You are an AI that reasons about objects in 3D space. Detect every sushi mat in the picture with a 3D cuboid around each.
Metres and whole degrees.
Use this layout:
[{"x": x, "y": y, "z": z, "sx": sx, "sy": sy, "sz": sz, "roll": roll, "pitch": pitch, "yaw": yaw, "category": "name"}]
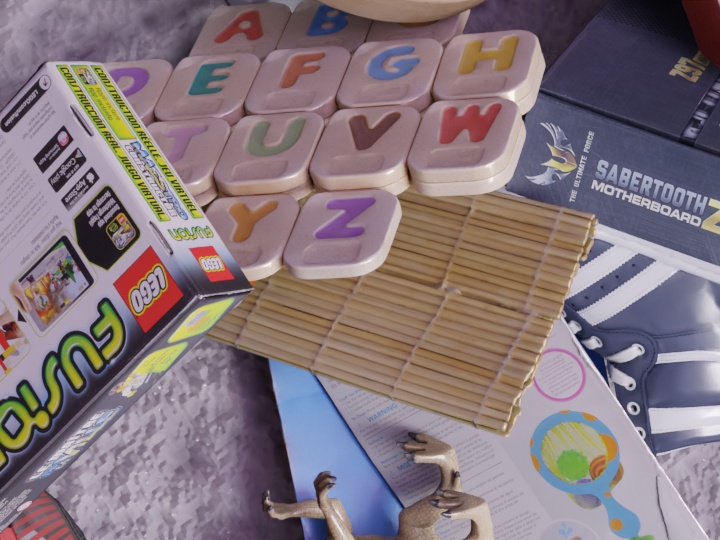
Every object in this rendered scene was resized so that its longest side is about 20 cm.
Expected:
[{"x": 0.000, "y": 0.000, "z": 1.013, "sx": 0.012, "sy": 0.199, "sz": 0.096, "roll": 44, "pitch": 68, "yaw": -51, "category": "sushi mat"}]

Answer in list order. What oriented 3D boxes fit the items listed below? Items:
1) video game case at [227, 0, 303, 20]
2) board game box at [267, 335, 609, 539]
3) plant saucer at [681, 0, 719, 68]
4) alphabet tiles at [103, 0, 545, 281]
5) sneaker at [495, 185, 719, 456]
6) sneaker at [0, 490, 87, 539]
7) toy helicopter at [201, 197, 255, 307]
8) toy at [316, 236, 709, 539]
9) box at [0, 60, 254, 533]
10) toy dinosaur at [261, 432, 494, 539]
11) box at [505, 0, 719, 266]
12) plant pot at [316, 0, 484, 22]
[{"x": -0.010, "y": -0.222, "z": 1.111, "sx": 0.200, "sy": 0.023, "sz": 0.182, "roll": -35, "pitch": 99, "yaw": -22, "category": "video game case"}, {"x": 0.030, "y": 0.047, "z": 1.093, "sx": 0.157, "sy": 0.039, "sz": 0.201, "roll": -11, "pitch": 86, "yaw": -22, "category": "board game box"}, {"x": 0.184, "y": -0.179, "z": 1.094, "sx": 0.200, "sy": 0.037, "sz": 0.200, "roll": -12, "pitch": 81, "yaw": -46, "category": "plant saucer"}, {"x": -0.029, "y": -0.059, "z": 0.984, "sx": 0.196, "sy": 0.199, "sz": 0.015, "roll": -69, "pitch": 150, "yaw": -50, "category": "alphabet tiles"}, {"x": 0.098, "y": 0.010, "z": 1.063, "sx": 0.199, "sy": 0.070, "sz": 0.109, "roll": 18, "pitch": 114, "yaw": 7, "category": "sneaker"}, {"x": -0.091, "y": 0.156, "z": 0.987, "sx": 0.098, "sy": 0.071, "sz": 0.201, "roll": -27, "pitch": 69, "yaw": -18, "category": "sneaker"}, {"x": -0.079, "y": -0.021, "z": 1.010, "sx": 0.200, "sy": 0.132, "sz": 0.079, "roll": -57, "pitch": 130, "yaw": -32, "category": "toy helicopter"}, {"x": 0.079, "y": 0.089, "z": 1.045, "sx": 0.200, "sy": 0.115, "sz": 0.047, "roll": 58, "pitch": 29, "yaw": -2, "category": "toy"}, {"x": -0.141, "y": 0.026, "z": 0.932, "sx": 0.110, "sy": 0.200, "sz": 0.035, "roll": 55, "pitch": 27, "yaw": 16, "category": "box"}, {"x": 0.026, "y": 0.126, "z": 1.031, "sx": 0.199, "sy": 0.058, "sz": 0.101, "roll": 8, "pitch": 119, "yaw": 0, "category": "toy dinosaur"}, {"x": 0.164, "y": -0.061, "z": 1.055, "sx": 0.157, "sy": 0.200, "sz": 0.051, "roll": 20, "pitch": 115, "yaw": 12, "category": "box"}, {"x": -0.016, "y": -0.188, "z": 1.030, "sx": 0.200, "sy": 0.093, "sz": 0.202, "roll": 14, "pitch": 65, "yaw": -32, "category": "plant pot"}]
